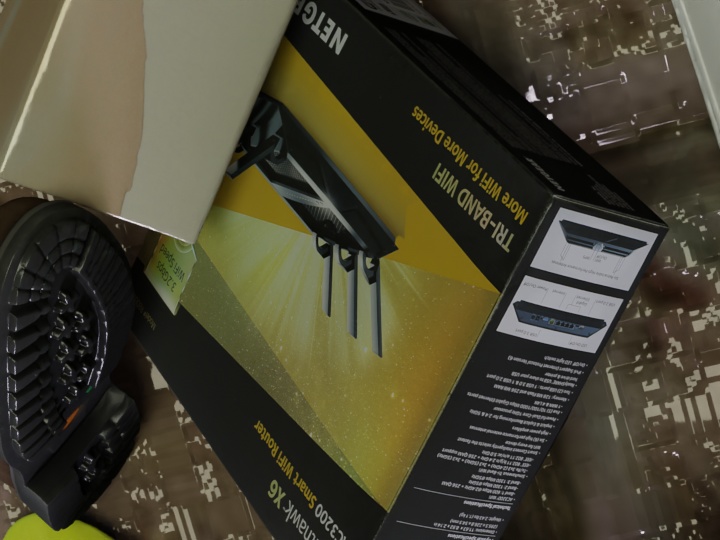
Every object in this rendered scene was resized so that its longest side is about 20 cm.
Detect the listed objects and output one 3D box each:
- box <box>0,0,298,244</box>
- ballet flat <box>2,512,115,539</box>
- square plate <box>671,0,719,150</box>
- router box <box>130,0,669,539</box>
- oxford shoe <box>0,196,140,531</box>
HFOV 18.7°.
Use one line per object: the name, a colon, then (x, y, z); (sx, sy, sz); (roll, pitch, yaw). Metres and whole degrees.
box: (-0.062, -0.123, 0.756); (0.077, 0.095, 0.201); (19, 101, -22)
ballet flat: (-0.080, 0.182, 0.864); (0.067, 0.067, 0.200); (-38, 90, 21)
square plate: (0.198, -0.127, 0.737); (0.199, 0.028, 0.199); (-18, 96, 19)
router box: (0.000, 0.000, 0.745); (0.200, 0.052, 0.158); (48, 118, 49)
oxford shoe: (-0.131, 0.027, 0.794); (0.084, 0.073, 0.200); (37, 152, 12)
